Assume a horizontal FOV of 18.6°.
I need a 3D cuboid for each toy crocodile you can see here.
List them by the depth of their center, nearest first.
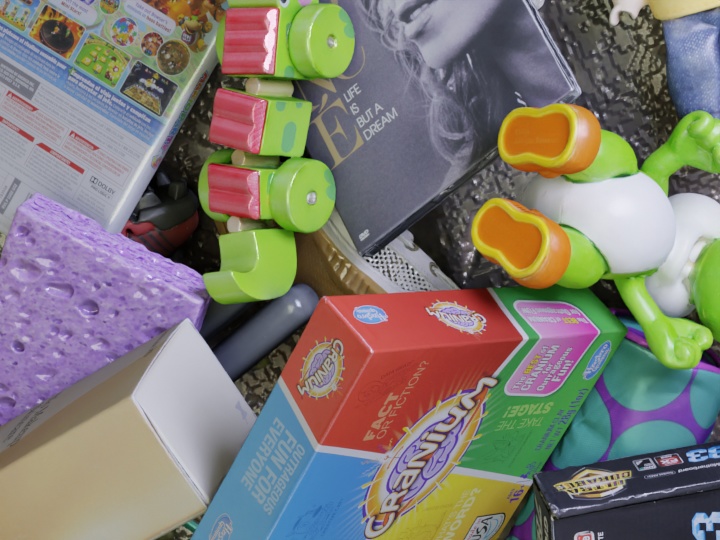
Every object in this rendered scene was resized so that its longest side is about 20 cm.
[{"bbox_3d":[-0.051,-0.082,1.135,0.067,0.062,0.202,10,96,38],"label":"toy crocodile"}]

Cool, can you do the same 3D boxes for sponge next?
[{"bbox_3d":[-0.161,0.071,1.183,0.111,0.030,0.201,25,114,4],"label":"sponge"}]

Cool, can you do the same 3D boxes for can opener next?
[{"bbox_3d":[-0.103,0.058,1.213,0.200,0.066,0.053,-40,85,24],"label":"can opener"}]

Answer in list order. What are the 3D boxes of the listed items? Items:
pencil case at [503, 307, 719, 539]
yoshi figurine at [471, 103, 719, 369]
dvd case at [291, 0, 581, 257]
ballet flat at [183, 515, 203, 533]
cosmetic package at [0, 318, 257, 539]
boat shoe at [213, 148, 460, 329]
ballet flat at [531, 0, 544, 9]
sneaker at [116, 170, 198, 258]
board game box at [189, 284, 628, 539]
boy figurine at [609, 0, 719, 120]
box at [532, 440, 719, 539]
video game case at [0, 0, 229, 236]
[{"bbox_3d":[0.127,0.117,1.189,0.092,0.085,0.201,27,109,22],"label":"pencil case"},{"bbox_3d":[0.156,-0.012,1.098,0.112,0.199,0.113,-38,51,30],"label":"yoshi figurine"},{"bbox_3d":[0.012,-0.132,1.141,0.148,0.016,0.201,-37,67,27],"label":"dvd case"},{"bbox_3d":[-0.034,0.160,1.255,0.200,0.072,0.072,40,108,1],"label":"ballet flat"},{"bbox_3d":[-0.159,0.114,1.126,0.199,0.105,0.071,-30,102,20],"label":"cosmetic package"},{"bbox_3d":[0.000,0.000,1.204,0.200,0.069,0.071,43,134,20],"label":"boat shoe"},{"bbox_3d":[0.047,-0.120,1.167,0.072,0.072,0.200,39,110,2],"label":"ballet flat"},{"bbox_3d":[-0.165,0.021,1.243,0.200,0.071,0.098,-30,102,14],"label":"sneaker"},{"bbox_3d":[0.027,0.080,1.088,0.040,0.199,0.154,45,120,31],"label":"board game box"},{"bbox_3d":[0.184,-0.163,1.123,0.123,0.064,0.202,-6,105,17],"label":"boy figurine"},{"bbox_3d":[0.194,0.185,1.158,0.197,0.050,0.201,-9,114,-8],"label":"box"},{"bbox_3d":[-0.154,-0.114,1.195,0.143,0.018,0.201,32,95,19],"label":"video game case"}]
